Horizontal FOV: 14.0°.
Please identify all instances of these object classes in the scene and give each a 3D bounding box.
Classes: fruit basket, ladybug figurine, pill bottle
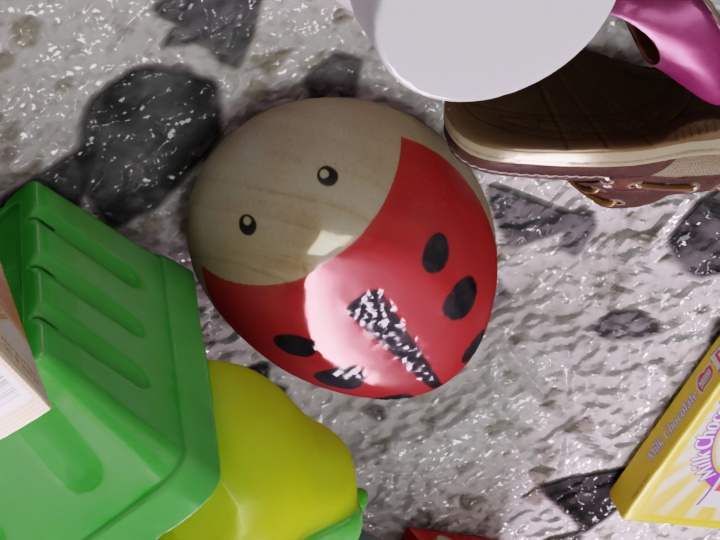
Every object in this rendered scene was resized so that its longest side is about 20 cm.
[{"bbox_3d":[-0.104,0.082,1.273,0.155,0.216,0.216,-35,139,12],"label":"fruit basket"},{"bbox_3d":[0.000,0.000,1.353,0.135,0.072,0.200,-35,139,10],"label":"ladybug figurine"},{"bbox_3d":[0.017,-0.165,1.086,0.113,0.201,0.114,-14,139,-13],"label":"pill bottle"}]

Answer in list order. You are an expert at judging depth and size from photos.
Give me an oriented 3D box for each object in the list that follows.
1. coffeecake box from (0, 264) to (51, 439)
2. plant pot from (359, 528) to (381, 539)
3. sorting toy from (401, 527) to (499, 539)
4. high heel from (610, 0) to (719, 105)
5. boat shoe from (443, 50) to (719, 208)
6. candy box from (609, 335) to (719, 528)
[{"bbox_3d":[-0.205,-0.040,1.106,0.073,0.201,0.154,-30,140,6],"label":"coffeecake box"},{"bbox_3d":[-0.116,0.214,1.355,0.196,0.196,0.201,-39,144,-41],"label":"plant pot"},{"bbox_3d":[0.043,0.202,1.506,0.199,0.199,0.070,13,112,-36],"label":"sorting toy"},{"bbox_3d":[0.090,-0.119,1.275,0.096,0.067,0.200,-41,123,3],"label":"high heel"},{"bbox_3d":[0.123,-0.056,1.361,0.199,0.072,0.072,-7,136,-30],"label":"boat shoe"},{"bbox_3d":[0.224,0.064,1.573,0.102,0.026,0.201,9,129,-30],"label":"candy box"}]
